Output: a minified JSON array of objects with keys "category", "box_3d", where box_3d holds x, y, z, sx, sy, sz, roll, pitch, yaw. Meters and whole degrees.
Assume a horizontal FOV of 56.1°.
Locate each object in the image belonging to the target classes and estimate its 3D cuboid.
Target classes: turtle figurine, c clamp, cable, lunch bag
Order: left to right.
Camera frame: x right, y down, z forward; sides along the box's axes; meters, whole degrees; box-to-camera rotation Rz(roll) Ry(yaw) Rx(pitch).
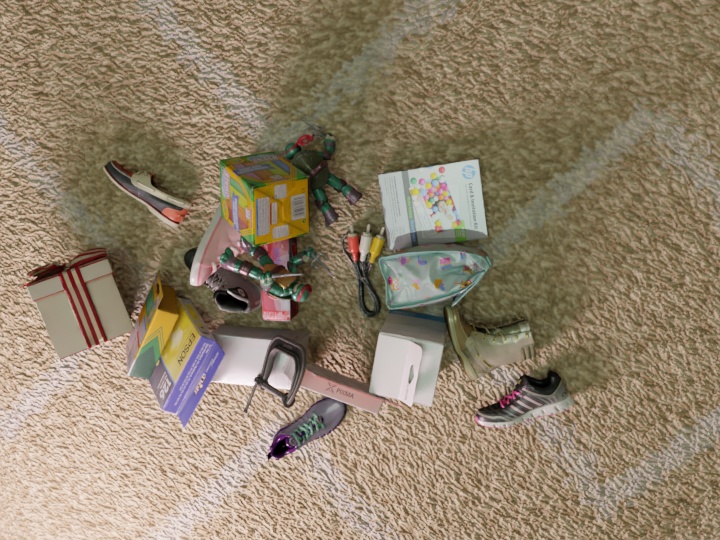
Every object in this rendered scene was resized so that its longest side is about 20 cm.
[{"category":"turtle figurine","box_3d":[-0.161,0.004,1.303,0.199,0.150,0.101,28,120,11]},{"category":"c clamp","box_3d":[-0.162,0.215,1.332,0.027,0.200,0.172,19,80,-30]},{"category":"turtle figurine","box_3d":[-0.095,-0.193,1.346,0.150,0.101,0.200,-38,98,15]},{"category":"cable","box_3d":[0.000,0.000,1.387,0.097,0.050,0.201,6,101,13]},{"category":"lunch bag","box_3d":[0.153,0.007,1.296,0.199,0.170,0.123,-11,89,13]}]

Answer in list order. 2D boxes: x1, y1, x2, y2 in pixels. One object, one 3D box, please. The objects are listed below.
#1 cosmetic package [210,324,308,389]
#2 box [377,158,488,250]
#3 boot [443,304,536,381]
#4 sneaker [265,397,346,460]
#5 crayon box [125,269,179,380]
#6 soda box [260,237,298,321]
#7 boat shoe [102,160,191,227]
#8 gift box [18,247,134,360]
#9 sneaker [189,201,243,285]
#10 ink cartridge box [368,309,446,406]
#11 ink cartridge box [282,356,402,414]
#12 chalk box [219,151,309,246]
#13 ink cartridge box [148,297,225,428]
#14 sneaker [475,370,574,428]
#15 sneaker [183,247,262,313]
[{"category":"cosmetic package","box_3d":[-0.218,0.185,1.451,0.199,0.081,0.113,6,102,10]},{"category":"box","box_3d":[0.144,-0.129,1.340,0.199,0.041,0.157,-7,100,11]},{"category":"boot","box_3d":[0.255,0.123,1.328,0.154,0.072,0.200,-20,126,12]},{"category":"sneaker","box_3d":[-0.114,0.349,1.459,0.200,0.088,0.075,-38,93,15]},{"category":"crayon box","box_3d":[-0.443,0.116,1.452,0.051,0.126,0.201,19,107,-27]},{"category":"soda box","box_3d":[-0.169,0.001,1.408,0.063,0.070,0.201,2,101,8]},{"category":"boat shoe","box_3d":[-0.450,-0.173,1.427,0.200,0.071,0.063,37,99,0]},{"category":"gift box","box_3d":[-0.602,0.065,1.433,0.184,0.200,0.188,-23,101,-26]},{"category":"sneaker","box_3d":[-0.269,-0.048,1.383,0.104,0.075,0.201,22,68,-3]},{"category":"ink cartridge box","box_3d":[0.096,0.168,1.325,0.125,0.200,0.129,10,103,8]},{"category":"ink cartridge box","box_3d":[-0.040,0.236,1.342,0.199,0.176,0.045,24,87,-22]},{"category":"chalk box","box_3d":[-0.199,-0.151,1.320,0.200,0.123,0.125,37,134,46]},{"category":"ink cartridge box","box_3d":[-0.383,0.194,1.442,0.200,0.047,0.198,45,110,45]},{"category":"sneaker","box_3d":[0.324,0.256,1.367,0.199,0.074,0.088,-17,98,8]},{"category":"sneaker","box_3d":[-0.298,0.023,1.413,0.200,0.116,0.075,33,105,2]}]
